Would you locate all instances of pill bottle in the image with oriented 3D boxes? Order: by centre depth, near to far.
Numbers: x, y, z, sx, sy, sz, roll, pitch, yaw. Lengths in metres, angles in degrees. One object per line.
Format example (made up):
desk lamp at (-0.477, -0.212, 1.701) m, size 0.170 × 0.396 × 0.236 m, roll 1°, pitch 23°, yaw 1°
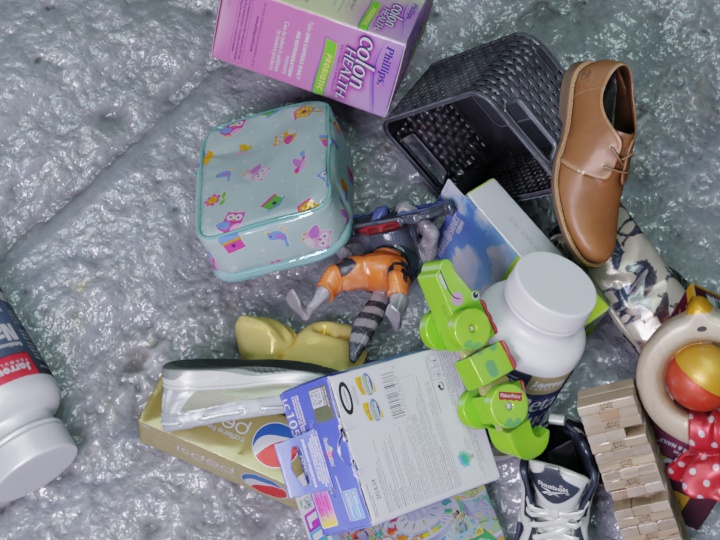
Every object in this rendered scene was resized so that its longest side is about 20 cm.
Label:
pill bottle at (-0.352, 0.109, 1.456) m, size 0.119 × 0.120 × 0.200 m, roll -30°, pitch 72°, yaw -18°
pill bottle at (0.146, 0.080, 1.467) m, size 0.111 × 0.200 × 0.111 m, roll 14°, pitch 42°, yaw -13°

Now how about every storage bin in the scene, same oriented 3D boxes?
storage bin at (0.132, -0.147, 1.571) m, size 0.135 × 0.200 × 0.094 m, roll 48°, pitch 65°, yaw -17°

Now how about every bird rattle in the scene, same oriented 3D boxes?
bird rattle at (0.322, 0.109, 1.379) m, size 0.163 × 0.200 × 0.113 m, roll 37°, pitch 36°, yaw 3°

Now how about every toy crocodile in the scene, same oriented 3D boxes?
toy crocodile at (0.108, 0.080, 1.380) m, size 0.062 × 0.067 × 0.201 m, roll -27°, pitch 94°, yaw -25°

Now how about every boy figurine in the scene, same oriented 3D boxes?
boy figurine at (-0.037, 0.106, 1.522) m, size 0.199 × 0.065 × 0.125 m, roll 22°, pitch 60°, yaw 5°

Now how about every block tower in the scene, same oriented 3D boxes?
block tower at (0.255, 0.195, 1.428) m, size 0.058 × 0.201 × 0.054 m, roll -14°, pitch 20°, yaw 16°

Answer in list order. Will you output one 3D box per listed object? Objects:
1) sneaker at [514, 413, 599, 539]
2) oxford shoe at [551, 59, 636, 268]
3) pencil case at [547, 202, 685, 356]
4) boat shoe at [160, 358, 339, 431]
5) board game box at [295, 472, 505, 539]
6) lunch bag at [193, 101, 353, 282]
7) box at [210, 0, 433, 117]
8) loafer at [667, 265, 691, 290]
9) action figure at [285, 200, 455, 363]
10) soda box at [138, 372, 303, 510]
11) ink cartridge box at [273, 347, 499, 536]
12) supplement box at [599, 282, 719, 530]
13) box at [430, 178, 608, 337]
sneaker at (0.179, 0.224, 1.438) m, size 0.079 × 0.130 × 0.200 m, roll 9°, pitch 74°, yaw 16°
oxford shoe at (0.228, -0.102, 1.468) m, size 0.071 × 0.071 × 0.201 m, roll 0°, pitch 90°, yaw -34°
pencil case at (0.271, 0.024, 1.542) m, size 0.089 × 0.078 × 0.200 m, roll -35°, pitch 89°, yaw -13°
boat shoe at (-0.086, 0.119, 1.438) m, size 0.201 × 0.074 × 0.065 m, roll 3°, pitch 95°, yaw -20°
board game box at (0.043, 0.241, 1.434) m, size 0.199 × 0.034 × 0.135 m, roll -3°, pitch 63°, yaw -39°
lunch bag at (-0.090, -0.081, 1.554) m, size 0.160 × 0.077 × 0.200 m, roll -17°, pitch 38°, yaw 11°
box at (-0.034, -0.278, 1.654) m, size 0.199 × 0.097 × 0.176 m, roll 19°, pitch 41°, yaw 3°
loafer at (0.293, 0.016, 1.601) m, size 0.200 × 0.063 × 0.072 m, roll 39°, pitch 67°, yaw 12°
action figure at (0.000, 0.000, 1.550) m, size 0.199 × 0.105 × 0.194 m, roll -6°, pitch 26°, yaw 31°
soda box at (-0.111, 0.166, 1.483) m, size 0.199 × 0.068 × 0.064 m, roll 22°, pitch 65°, yaw 4°
ink cartridge box at (0.017, 0.151, 1.380) m, size 0.199 × 0.076 × 0.137 m, roll -12°, pitch 82°, yaw -44°
supplement box at (0.317, 0.130, 1.468) m, size 0.110 × 0.201 × 0.086 m, roll 24°, pitch 25°, yaw -3°
box at (0.150, 0.002, 1.559) m, size 0.048 × 0.122 × 0.200 m, roll -31°, pitch 72°, yaw -28°
